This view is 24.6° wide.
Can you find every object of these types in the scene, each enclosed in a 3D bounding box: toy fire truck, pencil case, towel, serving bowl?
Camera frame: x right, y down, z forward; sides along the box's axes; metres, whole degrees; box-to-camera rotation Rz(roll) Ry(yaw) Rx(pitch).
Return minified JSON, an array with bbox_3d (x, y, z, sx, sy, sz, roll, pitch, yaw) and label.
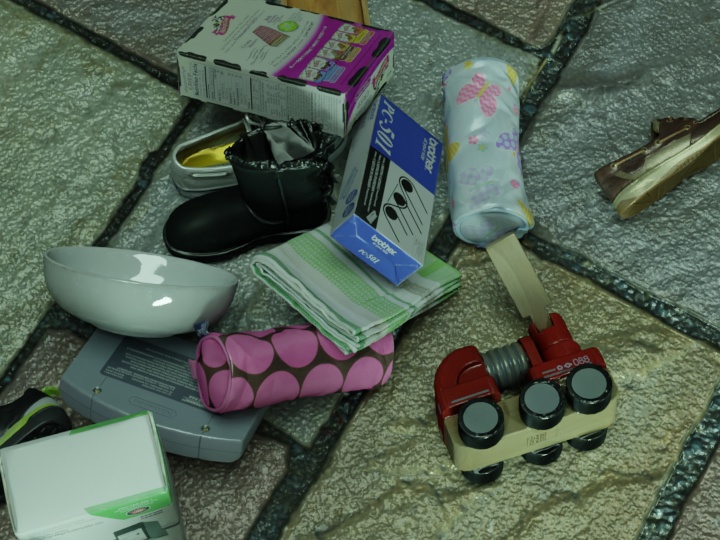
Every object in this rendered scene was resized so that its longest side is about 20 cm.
[{"bbox_3d":[0.149,0.084,1.669,0.174,0.129,0.201,-17,54,-6],"label":"toy fire truck"},{"bbox_3d":[0.137,-0.129,1.778,0.090,0.083,0.202,-1,65,-6],"label":"pencil case"},{"bbox_3d":[-0.068,0.089,1.649,0.198,0.093,0.092,-4,85,-30],"label":"pencil case"},{"bbox_3d":[0.000,0.000,1.692,0.149,0.031,0.199,40,40,19],"label":"towel"},{"bbox_3d":[-0.226,0.026,1.670,0.198,0.200,0.067,10,99,5],"label":"serving bowl"}]

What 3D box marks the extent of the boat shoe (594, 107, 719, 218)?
[{"bbox_3d":[0.341,-0.139,1.789,0.199,0.072,0.072,-36,71,-8],"label":"boat shoe"}]

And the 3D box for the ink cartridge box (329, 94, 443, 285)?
[{"bbox_3d":[0.030,-0.087,1.719,0.094,0.044,0.201,36,38,-22],"label":"ink cartridge box"}]

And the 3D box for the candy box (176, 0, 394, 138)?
[{"bbox_3d":[-0.079,-0.221,1.767,0.198,0.061,0.137,17,42,17],"label":"candy box"}]

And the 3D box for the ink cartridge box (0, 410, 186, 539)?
[{"bbox_3d":[-0.248,0.216,1.562,0.145,0.200,0.085,-15,69,-6],"label":"ink cartridge box"}]

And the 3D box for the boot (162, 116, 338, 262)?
[{"bbox_3d":[-0.116,-0.083,1.716,0.196,0.163,0.074,-9,64,-3],"label":"boot"}]

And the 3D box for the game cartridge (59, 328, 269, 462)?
[{"bbox_3d":[-0.194,0.122,1.663,0.198,0.042,0.134,19,42,9],"label":"game cartridge"}]

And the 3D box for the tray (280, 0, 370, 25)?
[{"bbox_3d":[-0.045,-0.331,1.899,0.098,0.037,0.202,-6,65,-2],"label":"tray"}]

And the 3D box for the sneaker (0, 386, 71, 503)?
[{"bbox_3d":[-0.380,0.188,1.661,0.199,0.072,0.083,-32,45,-14],"label":"sneaker"}]

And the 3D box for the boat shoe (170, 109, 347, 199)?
[{"bbox_3d":[-0.110,-0.141,1.784,0.200,0.086,0.075,-14,66,-5],"label":"boat shoe"}]
